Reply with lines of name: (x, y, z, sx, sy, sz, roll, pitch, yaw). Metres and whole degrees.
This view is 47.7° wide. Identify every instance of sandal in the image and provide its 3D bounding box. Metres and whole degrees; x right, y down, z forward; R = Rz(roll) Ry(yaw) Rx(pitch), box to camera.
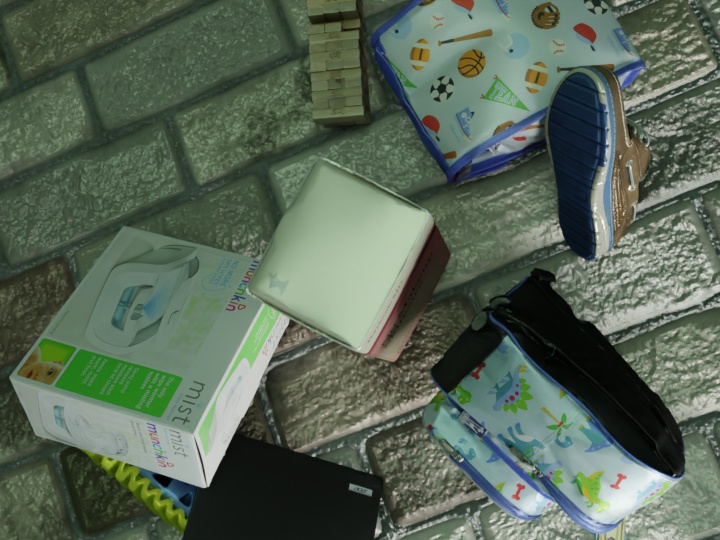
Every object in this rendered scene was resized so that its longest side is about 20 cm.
sandal: (-0.198, 0.186, 0.806, 0.200, 0.080, 0.087, 40, 64, 5)

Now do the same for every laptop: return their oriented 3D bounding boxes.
laptop: (-0.092, 0.280, 0.768, 0.177, 0.103, 0.201, 20, 111, -12)

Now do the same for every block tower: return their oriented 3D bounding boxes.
block tower: (-0.024, -0.245, 0.845, 0.054, 0.058, 0.201, -5, 79, 10)

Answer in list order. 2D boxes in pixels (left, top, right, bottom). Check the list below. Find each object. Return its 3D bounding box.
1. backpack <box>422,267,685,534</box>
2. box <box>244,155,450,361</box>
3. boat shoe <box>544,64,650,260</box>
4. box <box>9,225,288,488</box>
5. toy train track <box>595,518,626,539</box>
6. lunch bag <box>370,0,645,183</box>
backpack: (0.165, 0.123, 0.699, 0.200, 0.183, 0.147, 43, 114, 12)
box: (0.000, 0.000, 0.730, 0.109, 0.200, 0.128, 28, 88, 13)
boat shoe: (0.214, -0.103, 0.727, 0.072, 0.200, 0.072, -32, 49, -17)
box: (-0.183, 0.075, 0.761, 0.176, 0.097, 0.200, 14, 48, 13)
toy train track: (0.222, 0.296, 0.733, 0.114, 0.033, 0.201, 6, 82, 11)
lunch bag: (0.130, -0.196, 0.776, 0.200, 0.124, 0.170, -28, 78, -4)
